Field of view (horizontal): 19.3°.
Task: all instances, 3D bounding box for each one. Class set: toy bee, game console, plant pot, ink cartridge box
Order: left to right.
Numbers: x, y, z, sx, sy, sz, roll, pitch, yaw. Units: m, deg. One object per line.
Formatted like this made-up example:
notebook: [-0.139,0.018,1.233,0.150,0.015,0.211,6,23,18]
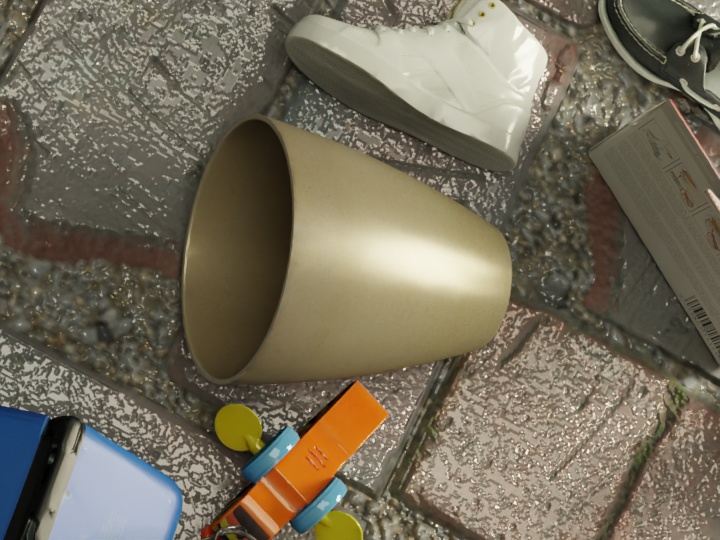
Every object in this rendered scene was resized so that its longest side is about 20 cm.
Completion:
game console: [-0.236,0.201,1.408,0.171,0.118,0.201,38,59,-37]
toy bee: [-0.069,0.156,1.490,0.199,0.109,0.132,-17,75,-41]
plant pot: [0.000,0.000,1.498,0.199,0.187,0.189,10,77,-26]
ink cartridge box: [0.262,-0.031,1.555,0.045,0.176,0.201,-31,89,-17]

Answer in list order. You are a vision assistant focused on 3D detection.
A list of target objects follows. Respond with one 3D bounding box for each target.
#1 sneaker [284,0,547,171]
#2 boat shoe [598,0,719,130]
sneaker: [0.046,-0.168,1.586,0.199,0.074,0.116,27,73,-18]
boat shoe: [0.274,-0.162,1.642,0.200,0.060,0.076,36,74,-5]
